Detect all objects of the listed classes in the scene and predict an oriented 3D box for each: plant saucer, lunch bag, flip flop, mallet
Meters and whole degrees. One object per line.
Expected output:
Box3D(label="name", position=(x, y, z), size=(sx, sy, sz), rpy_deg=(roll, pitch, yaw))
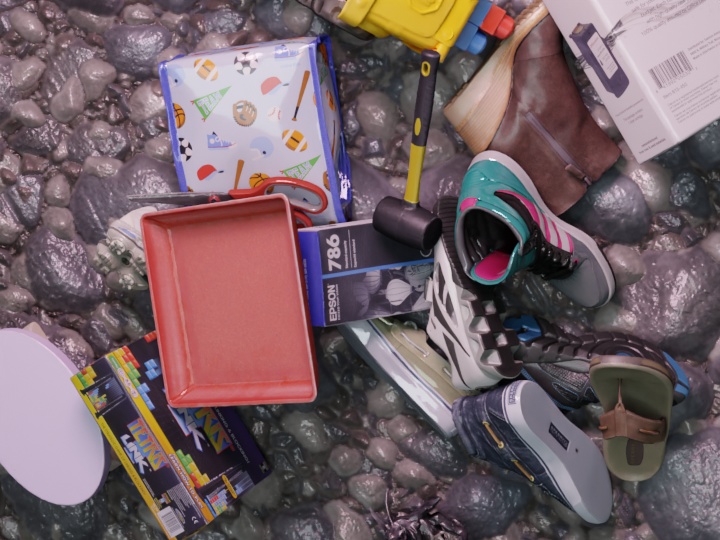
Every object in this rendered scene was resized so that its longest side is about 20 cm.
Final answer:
Box3D(label="plant saucer", position=(-0.123, 0.031, 1.590), size=(0.199, 0.037, 0.201), rpy_deg=(-6, 95, 38))
Box3D(label="lunch bag", position=(-0.102, -0.130, 1.650), size=(0.170, 0.124, 0.201), rpy_deg=(-7, 102, 11))
Box3D(label="flip flop", position=(0.265, 0.153, 1.587), size=(0.081, 0.058, 0.200), rpy_deg=(4, 137, 14))
Box3D(label="mallet", position=(0.047, -0.118, 1.558), size=(0.066, 0.041, 0.201), rpy_deg=(16, 117, 32))

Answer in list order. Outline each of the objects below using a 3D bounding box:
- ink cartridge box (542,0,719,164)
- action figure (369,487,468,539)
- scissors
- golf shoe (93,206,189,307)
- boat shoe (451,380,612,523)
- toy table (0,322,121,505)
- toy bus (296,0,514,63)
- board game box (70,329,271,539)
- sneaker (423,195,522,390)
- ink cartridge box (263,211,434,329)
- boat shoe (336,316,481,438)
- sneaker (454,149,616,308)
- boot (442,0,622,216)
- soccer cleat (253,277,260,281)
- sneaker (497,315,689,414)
Box3D(label="ink cartridge box", position=(0.286, -0.228, 1.542), size=(0.145, 0.084, 0.200), rpy_deg=(-30, 89, -21))
Box3D(label="action figure", position=(0.083, 0.317, 1.680), size=(0.200, 0.102, 0.119), rpy_deg=(40, 115, 3))
Box3D(label="scissors", position=(-0.133, -0.076, 1.613), size=(0.199, 0.014, 0.073), rpy_deg=(15, 125, 0))
Box3D(label="golf shoe", position=(-0.182, 0.013, 1.705), size=(0.200, 0.097, 0.078), rpy_deg=(49, 133, -10))
Box3D(label="boat shoe", position=(0.177, 0.187, 1.644), size=(0.091, 0.071, 0.200), rpy_deg=(-13, 127, 38))
Box3D(label="toy table", position=(-0.329, 0.148, 1.740), size=(0.183, 0.117, 0.200), rpy_deg=(-21, 91, 15))
Box3D(label="toy bus", position=(0.051, -0.277, 1.589), size=(0.192, 0.200, 0.136), rpy_deg=(26, 98, -21))
Box3D(label="board game box", position=(-0.193, 0.164, 1.684), size=(0.057, 0.165, 0.200), rpy_deg=(-32, 90, 25))
Box3D(label="sneaker", position=(0.093, 0.026, 1.625), size=(0.088, 0.074, 0.201), rpy_deg=(-29, 67, 44))
Box3D(label="ink cartridge box", position=(0.000, 0.000, 1.624), size=(0.200, 0.039, 0.100), rpy_deg=(-10, 98, -31))
Box3D(label="boat shoe", position=(0.044, 0.086, 1.684), size=(0.062, 0.072, 0.200), rpy_deg=(-44, 90, -11))
Box3D(label="sneaker", position=(0.165, -0.015, 1.588), size=(0.200, 0.121, 0.084), rpy_deg=(45, 133, -9))
Box3D(label="boot", position=(0.200, -0.175, 1.620), size=(0.166, 0.072, 0.200), rpy_deg=(39, 102, -7))
Box3D(label="soccer cleat", position=(-0.095, 0.064, 1.672), size=(0.068, 0.073, 0.200), rpy_deg=(9, 124, 8))
Box3D(label="sneaker", position=(0.234, 0.106, 1.645), size=(0.199, 0.073, 0.082), rpy_deg=(16, 122, 12))
